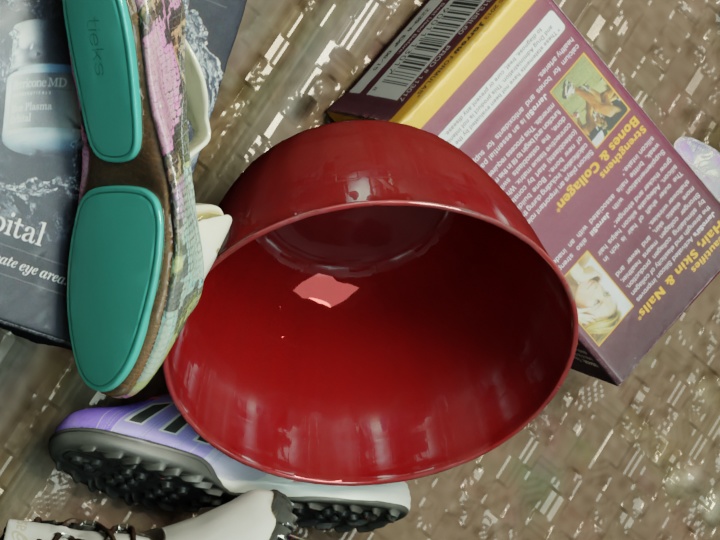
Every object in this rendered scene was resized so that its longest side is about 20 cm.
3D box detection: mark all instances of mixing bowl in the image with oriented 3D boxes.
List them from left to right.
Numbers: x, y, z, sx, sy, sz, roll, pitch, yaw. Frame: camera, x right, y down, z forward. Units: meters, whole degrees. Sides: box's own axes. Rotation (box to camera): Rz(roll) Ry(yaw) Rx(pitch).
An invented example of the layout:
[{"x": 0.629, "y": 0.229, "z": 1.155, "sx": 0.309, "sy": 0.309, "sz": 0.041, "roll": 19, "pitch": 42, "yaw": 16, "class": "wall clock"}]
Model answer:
[{"x": 0.000, "y": 0.000, "z": 1.339, "sx": 0.199, "sy": 0.109, "sz": 0.201, "roll": -4, "pitch": 137, "yaw": -4, "class": "mixing bowl"}]

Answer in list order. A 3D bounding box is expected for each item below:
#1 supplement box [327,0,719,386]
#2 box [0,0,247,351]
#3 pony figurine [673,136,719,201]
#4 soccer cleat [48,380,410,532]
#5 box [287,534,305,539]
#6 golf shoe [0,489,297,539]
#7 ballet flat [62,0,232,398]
[{"x": 0.094, "y": -0.050, "z": 1.449, "sx": 0.110, "sy": 0.086, "sz": 0.200, "roll": -48, "pitch": 115, "yaw": -12, "class": "supplement box"}, {"x": -0.181, "y": -0.082, "z": 1.279, "sx": 0.196, "sy": 0.117, "sz": 0.201, "roll": 19, "pitch": 86, "yaw": -29, "class": "box"}, {"x": 0.274, "y": -0.069, "z": 1.510, "sx": 0.192, "sy": 0.200, "sz": 0.167, "roll": 27, "pitch": 90, "yaw": -13, "class": "pony figurine"}, {"x": -0.065, "y": 0.084, "z": 1.401, "sx": 0.199, "sy": 0.068, "sz": 0.074, "roll": 11, "pitch": 68, "yaw": -26, "class": "soccer cleat"}, {"x": 0.016, "y": 0.264, "z": 1.402, "sx": 0.192, "sy": 0.122, "sz": 0.201, "roll": 25, "pitch": 84, "yaw": -14, "class": "box"}, {"x": -0.127, "y": 0.150, "z": 1.342, "sx": 0.199, "sy": 0.078, "sz": 0.095, "roll": -33, "pitch": 100, "yaw": -4, "class": "golf shoe"}, {"x": -0.093, "y": -0.045, "z": 1.235, "sx": 0.071, "sy": 0.069, "sz": 0.201, "roll": -12, "pitch": 102, "yaw": -48, "class": "ballet flat"}]
